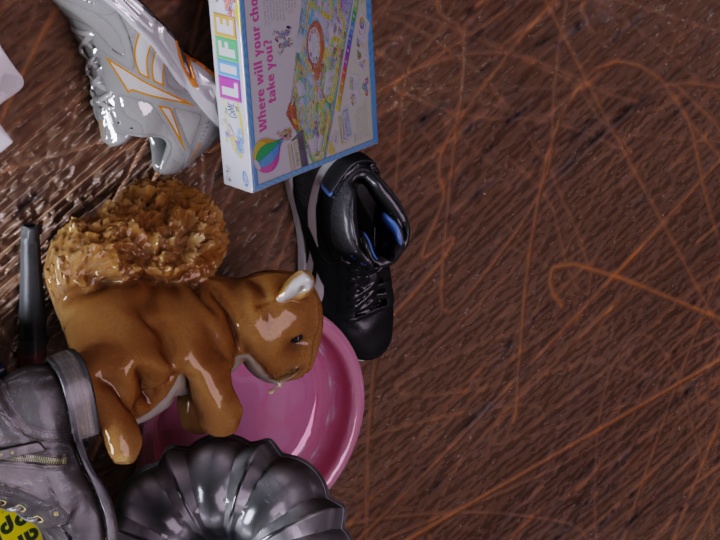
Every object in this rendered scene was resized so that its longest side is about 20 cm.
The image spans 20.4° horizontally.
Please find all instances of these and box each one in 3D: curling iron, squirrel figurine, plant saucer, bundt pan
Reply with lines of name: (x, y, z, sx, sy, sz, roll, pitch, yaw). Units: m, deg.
curling iron: (-0.236, 0.060, 1.501, 0.049, 0.026, 0.202, -2, 108, 8)
squirrel figurine: (-0.126, 0.024, 1.464, 0.185, 0.142, 0.202, -20, 89, -9)
plant saucer: (-0.093, 0.115, 1.600, 0.199, 0.051, 0.202, -11, 112, -28)
bundt pan: (-0.103, 0.215, 1.453, 0.200, 0.076, 0.204, -1, 80, 4)

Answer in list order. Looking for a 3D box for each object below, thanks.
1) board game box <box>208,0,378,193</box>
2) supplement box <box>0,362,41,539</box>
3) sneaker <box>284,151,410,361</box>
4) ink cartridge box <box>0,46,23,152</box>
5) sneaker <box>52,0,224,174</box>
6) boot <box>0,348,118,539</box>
board game box: (-0.049, -0.173, 1.472, 0.134, 0.034, 0.202, -24, 121, -40)
supplement box: (-0.290, 0.160, 1.454, 0.109, 0.109, 0.201, -28, 120, -21)
sneaker: (0.000, 0.000, 1.580, 0.073, 0.112, 0.201, -27, 120, -20)
ink cartridge box: (-0.323, -0.101, 1.365, 0.200, 0.067, 0.117, -42, 124, -13)
sneaker: (-0.171, -0.142, 1.447, 0.092, 0.076, 0.200, -49, 124, -3)
boot: (-0.263, 0.151, 1.367, 0.173, 0.069, 0.202, -15, 107, -25)
